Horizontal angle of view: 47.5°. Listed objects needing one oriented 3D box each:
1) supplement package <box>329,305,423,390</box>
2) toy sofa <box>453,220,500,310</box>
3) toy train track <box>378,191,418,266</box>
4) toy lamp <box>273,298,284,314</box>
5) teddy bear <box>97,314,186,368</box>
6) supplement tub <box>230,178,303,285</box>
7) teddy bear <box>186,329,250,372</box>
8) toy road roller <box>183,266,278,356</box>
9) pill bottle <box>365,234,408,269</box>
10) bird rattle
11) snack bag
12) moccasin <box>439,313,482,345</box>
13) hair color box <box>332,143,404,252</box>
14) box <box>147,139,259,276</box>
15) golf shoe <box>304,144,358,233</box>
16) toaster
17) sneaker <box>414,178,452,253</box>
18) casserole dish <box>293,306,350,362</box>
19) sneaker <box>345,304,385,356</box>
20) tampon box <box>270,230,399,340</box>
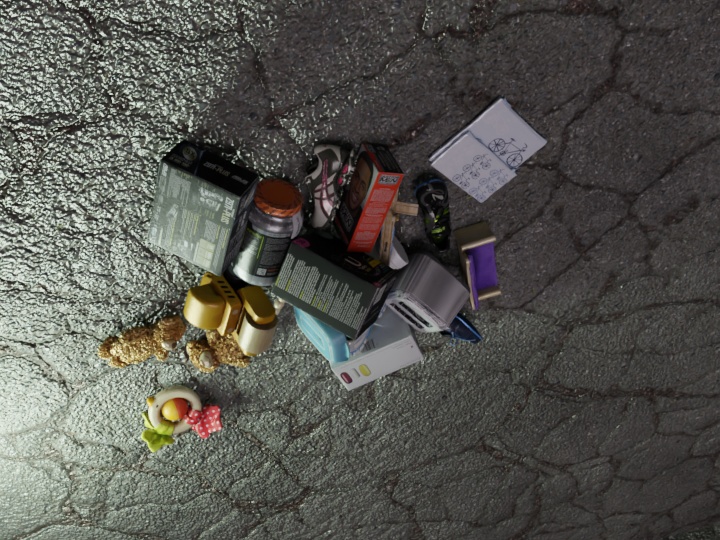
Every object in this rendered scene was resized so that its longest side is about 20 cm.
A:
[{"bbox_3d":[0.024,0.160,1.924,0.199,0.156,0.111,-24,140,7],"label":"supplement package"},{"bbox_3d":[0.274,-0.007,1.880,0.083,0.098,0.200,-17,137,-1],"label":"toy sofa"},{"bbox_3d":[0.055,-0.090,1.690,0.114,0.033,0.201,9,102,16],"label":"toy train track"},{"bbox_3d":[-0.184,0.078,1.826,0.058,0.058,0.200,24,110,-36],"label":"toy lamp"},{"bbox_3d":[-0.483,0.167,1.819,0.199,0.067,0.145,-11,140,-7],"label":"teddy bear"},{"bbox_3d":[-0.185,-0.077,1.636,0.122,0.123,0.200,4,134,-22],"label":"supplement tub"},{"bbox_3d":[-0.304,0.177,1.901,0.199,0.067,0.145,-11,135,-8],"label":"teddy bear"},{"bbox_3d":[-0.280,0.088,1.723,0.146,0.200,0.123,-16,143,-36],"label":"toy road roller"},{"bbox_3d":[0.000,0.000,1.788,0.200,0.109,0.109,-31,136,15],"label":"pill bottle"},{"bbox_3d":[-0.447,0.360,2.027,0.199,0.113,0.164,-14,121,-9],"label":"bird rattle"},{"bbox_3d":[0.269,-0.244,1.689,0.200,0.021,0.188,-40,133,22],"label":"snack bag"},{"bbox_3d":[0.217,0.130,2.026,0.200,0.081,0.068,36,102,-27],"label":"moccasin"},{"bbox_3d":[0.012,-0.143,1.639,0.061,0.102,0.200,1,131,-28],"label":"hair color box"},{"bbox_3d":[-0.297,-0.116,1.533,0.163,0.086,0.200,25,130,5],"label":"box"},{"bbox_3d":[-0.073,-0.167,1.632,0.088,0.077,0.200,18,126,-8],"label":"golf shoe"},{"bbox_3d":[0.141,0.048,1.829,0.200,0.129,0.114,40,154,-20],"label":"toaster"},{"bbox_3d":[0.164,-0.116,1.741,0.071,0.083,0.200,-18,137,0],"label":"sneaker"},{"bbox_3d":[-0.093,0.130,1.825,0.039,0.200,0.121,-30,141,-21],"label":"casserole dish"},{"bbox_3d":[0.009,0.094,1.835,0.075,0.201,0.087,20,160,8],"label":"sneaker"},{"bbox_3d":[-0.050,0.023,1.662,0.200,0.150,0.127,29,110,10],"label":"tampon box"}]
